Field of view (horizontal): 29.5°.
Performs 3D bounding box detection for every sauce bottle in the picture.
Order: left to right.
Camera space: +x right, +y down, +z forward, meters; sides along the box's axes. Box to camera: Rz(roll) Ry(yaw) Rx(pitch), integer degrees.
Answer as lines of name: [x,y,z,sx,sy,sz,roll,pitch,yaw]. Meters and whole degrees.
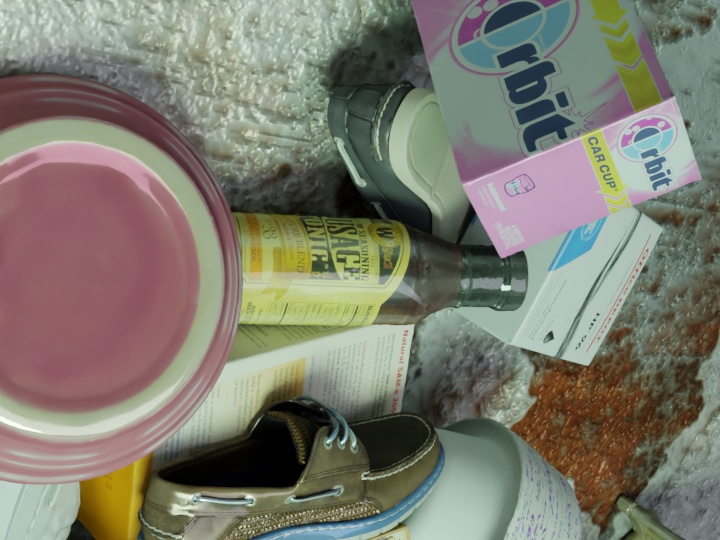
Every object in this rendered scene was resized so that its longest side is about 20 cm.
sauce bottle: [0.000,0.000,0.799,0.199,0.066,0.066,0,116,-19]

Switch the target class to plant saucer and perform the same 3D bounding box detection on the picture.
plant saucer: [-0.144,0.004,0.663,0.199,0.051,0.202,0,89,-29]

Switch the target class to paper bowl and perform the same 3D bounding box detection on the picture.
paper bowl: [0.040,0.185,0.907,0.104,0.201,0.201,40,85,-19]

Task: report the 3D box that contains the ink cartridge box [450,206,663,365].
ink cartridge box: [0.139,-0.004,0.936,0.117,0.068,0.200,-62,153,6]

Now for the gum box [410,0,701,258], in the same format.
gum box: [0.099,-0.117,0.759,0.113,0.201,0.066,-22,137,12]

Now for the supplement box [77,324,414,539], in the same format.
supplement box: [-0.069,0.084,0.826,0.199,0.073,0.127,-12,122,-37]

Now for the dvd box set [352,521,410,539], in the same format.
dvd box set: [-0.089,0.180,0.804,0.199,0.146,0.030,-14,98,-31]

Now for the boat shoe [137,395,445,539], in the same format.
boat shoe: [-0.031,0.114,0.771,0.199,0.072,0.073,-19,124,-35]

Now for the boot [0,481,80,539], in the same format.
boot: [-0.183,0.086,0.740,0.201,0.073,0.096,-68,164,-2]

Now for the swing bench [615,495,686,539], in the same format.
swing bench: [0.264,0.343,1.200,0.200,0.199,0.130,-48,137,-8]

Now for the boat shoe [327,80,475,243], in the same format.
boat shoe: [0.031,-0.059,0.845,0.073,0.062,0.200,-67,158,-14]
